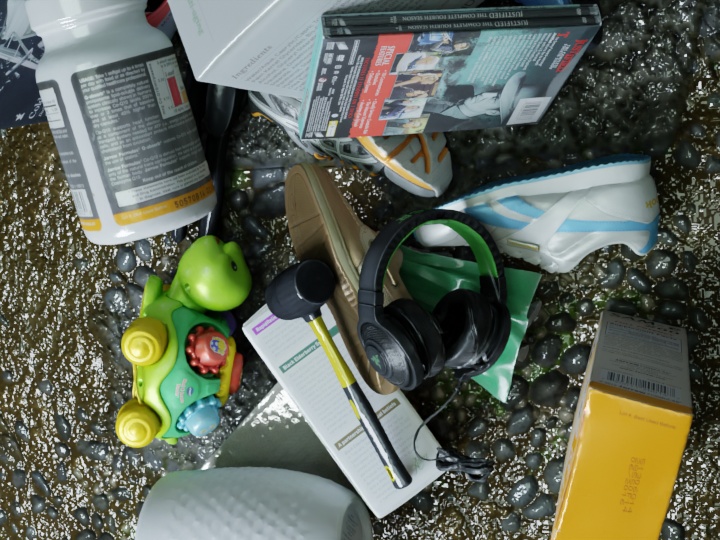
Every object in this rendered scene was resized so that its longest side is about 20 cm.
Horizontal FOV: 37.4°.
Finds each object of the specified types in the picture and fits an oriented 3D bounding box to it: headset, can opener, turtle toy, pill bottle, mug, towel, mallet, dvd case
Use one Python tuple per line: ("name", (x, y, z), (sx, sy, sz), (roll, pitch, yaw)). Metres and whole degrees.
("headset", (0.065, 0.054, 0.802), (0.094, 0.123, 0.201), (9, 104, 59))
("can opener", (-0.141, -0.112, 0.946), (0.063, 0.079, 0.201), (20, 118, 6))
("turtle toy", (-0.154, 0.065, 0.959), (0.100, 0.146, 0.201), (8, 105, -3))
("pill bottle", (-0.196, -0.131, 0.868), (0.116, 0.116, 0.201), (-8, 105, 21))
("mug", (-0.075, 0.263, 0.939), (0.174, 0.148, 0.201), (-7, 131, 19))
("towel", (-0.065, 0.188, 1.002), (0.133, 0.034, 0.200), (44, 112, 4))
("mallet", (-0.017, 0.086, 0.866), (0.066, 0.041, 0.201), (-13, 104, 59))
("dvd case", (0.059, -0.143, 0.783), (0.199, 0.146, 0.022), (-5, 70, -11))

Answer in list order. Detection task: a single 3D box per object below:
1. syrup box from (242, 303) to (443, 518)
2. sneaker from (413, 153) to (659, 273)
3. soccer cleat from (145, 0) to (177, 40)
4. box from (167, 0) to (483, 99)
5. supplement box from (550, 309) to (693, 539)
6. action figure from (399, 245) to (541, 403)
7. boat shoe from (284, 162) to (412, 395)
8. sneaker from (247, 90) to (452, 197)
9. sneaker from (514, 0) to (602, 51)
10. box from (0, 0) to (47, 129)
("syrup box", (-0.013, 0.108, 0.918), (0.081, 0.079, 0.200), (-35, 84, -8))
("sneaker", (0.138, -0.037, 0.854), (0.199, 0.076, 0.081), (-10, 99, 23))
("soccer cleat", (-0.197, -0.211, 0.934), (0.068, 0.073, 0.200), (39, 112, 6))
("box", (-0.030, -0.257, 0.765), (0.200, 0.171, 0.200), (-34, 69, 35))
("supplement box", (0.197, 0.120, 0.801), (0.073, 0.200, 0.127), (14, 106, 12))
("action figure", (0.052, 0.020, 0.910), (0.199, 0.055, 0.119), (22, 110, 21))
("boat shoe", (0.000, 0.000, 0.874), (0.071, 0.064, 0.201), (-26, 88, 62))
("sneaker", (-0.011, -0.122, 0.896), (0.200, 0.078, 0.077), (37, 136, 6))
("sneaker", (0.115, -0.248, 0.824), (0.078, 0.066, 0.201), (-31, 90, 34))
("box", (-0.324, -0.230, 0.909), (0.124, 0.197, 0.200), (38, 112, 8))
